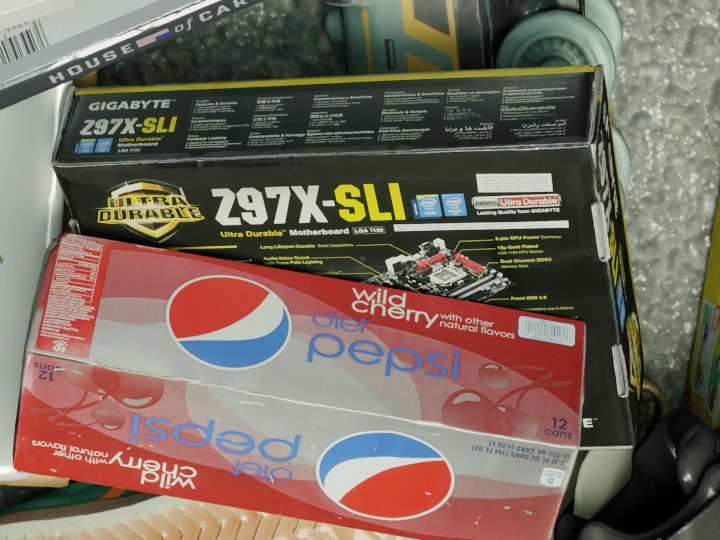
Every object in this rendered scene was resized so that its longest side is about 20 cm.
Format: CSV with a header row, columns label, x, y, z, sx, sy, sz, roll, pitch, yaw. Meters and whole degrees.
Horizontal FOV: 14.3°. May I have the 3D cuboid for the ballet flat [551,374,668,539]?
label,x,y,z,sx,sy,sz,roll,pitch,yaw
ballet flat,0.056,0.110,1.119,0.200,0.072,0.068,-48,113,-23

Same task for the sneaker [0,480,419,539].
label,x,y,z,sx,sy,sz,roll,pitch,yaw
sneaker,-0.062,0.102,1.118,0.199,0.080,0.072,-4,107,19

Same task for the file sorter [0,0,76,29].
label,x,y,z,sx,sy,sz,roll,pitch,yaw
file sorter,-0.200,-0.180,0.985,0.138,0.125,0.201,-17,74,7

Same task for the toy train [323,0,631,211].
label,x,y,z,sx,sy,sz,roll,pitch,yaw
toy train,0.044,-0.082,1.110,0.113,0.085,0.201,-3,108,9

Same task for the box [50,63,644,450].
label,x,y,z,sx,sy,sz,roll,pitch,yaw
box,0.000,0.000,1.072,0.199,0.049,0.160,-2,133,12

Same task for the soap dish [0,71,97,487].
label,x,y,z,sx,sy,sz,roll,pitch,yaw
soap dish,-0.183,-0.021,1.101,0.156,0.081,0.201,4,104,-6

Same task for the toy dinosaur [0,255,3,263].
label,x,y,z,sx,sy,sz,roll,pitch,yaw
toy dinosaur,-0.222,-0.033,1.008,0.199,0.101,0.059,-4,76,-15

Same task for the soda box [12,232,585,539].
label,x,y,z,sx,sy,sz,roll,pitch,yaw
soda box,-0.022,0.045,1.039,0.199,0.064,0.070,11,137,-3

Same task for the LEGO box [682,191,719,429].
label,x,y,z,sx,sy,sz,roll,pitch,yaw
LEGO box,0.220,-0.012,1.142,0.148,0.077,0.201,6,104,-7

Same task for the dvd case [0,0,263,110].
label,x,y,z,sx,sy,sz,roll,pitch,yaw
dvd case,-0.105,-0.173,1.046,0.150,0.025,0.201,-22,74,1

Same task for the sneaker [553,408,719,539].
label,x,y,z,sx,sy,sz,roll,pitch,yaw
sneaker,0.164,0.094,1.080,0.199,0.077,0.112,-27,99,-8
